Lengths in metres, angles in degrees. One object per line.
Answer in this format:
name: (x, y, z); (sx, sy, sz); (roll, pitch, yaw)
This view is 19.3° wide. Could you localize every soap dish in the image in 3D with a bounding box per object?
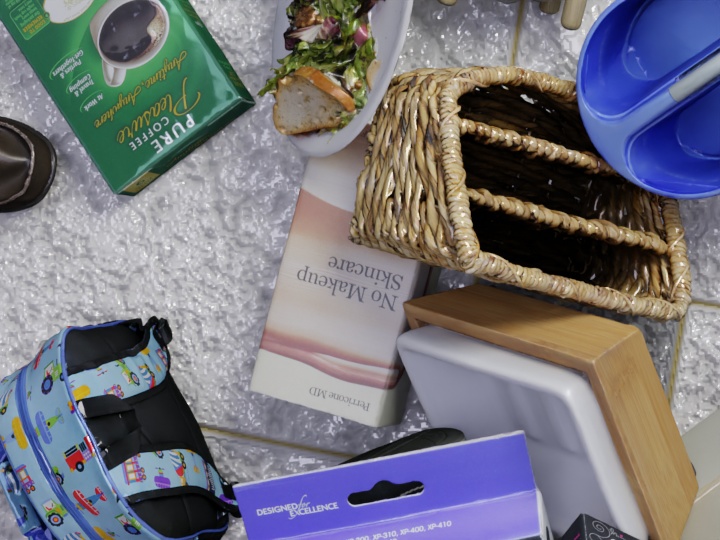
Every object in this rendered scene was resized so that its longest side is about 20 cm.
soap dish: (0.124, 0.093, 1.387); (0.081, 0.200, 0.158); (-36, 118, -24)

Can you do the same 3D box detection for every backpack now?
backpack: (-0.183, 0.129, 1.462); (0.134, 0.200, 0.184); (-27, 84, 11)

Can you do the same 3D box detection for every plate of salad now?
plate of salad: (-0.022, -0.177, 1.413); (0.048, 0.200, 0.202); (9, 91, -27)

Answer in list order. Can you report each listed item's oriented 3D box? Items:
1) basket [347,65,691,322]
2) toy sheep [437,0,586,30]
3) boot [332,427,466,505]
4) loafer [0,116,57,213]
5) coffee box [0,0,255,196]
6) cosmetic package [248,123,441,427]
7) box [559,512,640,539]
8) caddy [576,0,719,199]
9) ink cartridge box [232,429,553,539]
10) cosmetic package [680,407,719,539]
basket: (0.118, -0.057, 1.381); (0.199, 0.149, 0.144); (14, 90, -32)
toy sheep: (0.104, -0.243, 1.442); (0.199, 0.138, 0.139); (8, 90, -18)
boot: (0.025, 0.200, 1.448); (0.203, 0.073, 0.155); (-27, 86, 45)
loafer: (-0.322, -0.088, 1.564); (0.199, 0.071, 0.074); (11, 91, 13)
coffee box: (-0.180, -0.168, 1.548); (0.123, 0.044, 0.201); (-37, 81, 10)
cosmetic package: (0.000, 0.000, 1.481); (0.103, 0.087, 0.202); (14, 92, 12)
box: (0.143, 0.274, 1.321); (0.131, 0.115, 0.201); (25, 120, -13)
caddy: (0.233, -0.134, 1.345); (0.200, 0.105, 0.142); (-35, 88, 30)
ink cartridge box: (0.033, 0.212, 1.378); (0.197, 0.043, 0.201); (-12, 117, 8)
cosmetic package: (0.276, 0.137, 1.403); (0.200, 0.073, 0.104); (-38, 116, 11)
